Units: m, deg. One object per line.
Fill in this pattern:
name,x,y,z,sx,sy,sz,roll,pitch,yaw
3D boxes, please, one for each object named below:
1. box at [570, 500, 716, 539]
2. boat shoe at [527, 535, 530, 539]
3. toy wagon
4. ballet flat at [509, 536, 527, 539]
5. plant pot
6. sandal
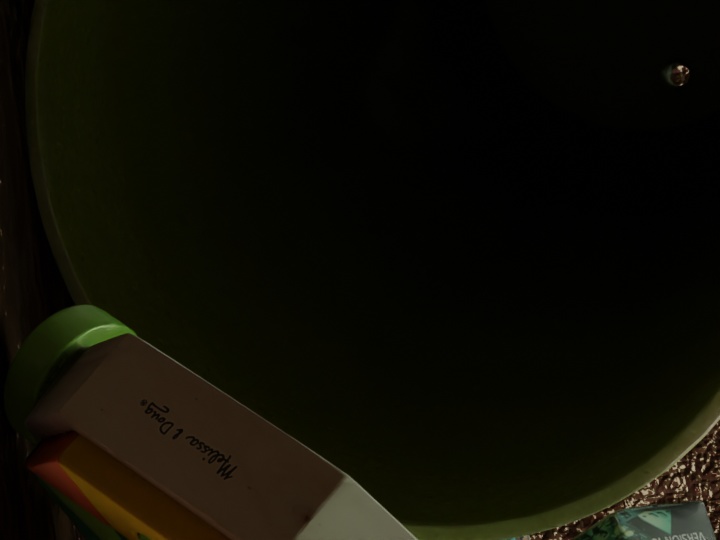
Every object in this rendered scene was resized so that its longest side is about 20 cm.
box,0.065,0.176,0.698,0.144,0.036,0.201,-41,-119,48
boat shoe,0.021,0.165,0.975,0.072,0.075,0.201,91,6,-63
toy wagon,0.004,0.087,0.605,0.155,0.040,0.200,31,-18,36
ballet flat,-0.006,0.039,0.903,0.200,0.068,0.067,51,17,-43
plant pot,0.043,-0.054,0.713,0.200,0.186,0.188,-38,126,-63
sandal,0.007,-0.076,0.826,0.075,0.048,0.200,36,4,43
